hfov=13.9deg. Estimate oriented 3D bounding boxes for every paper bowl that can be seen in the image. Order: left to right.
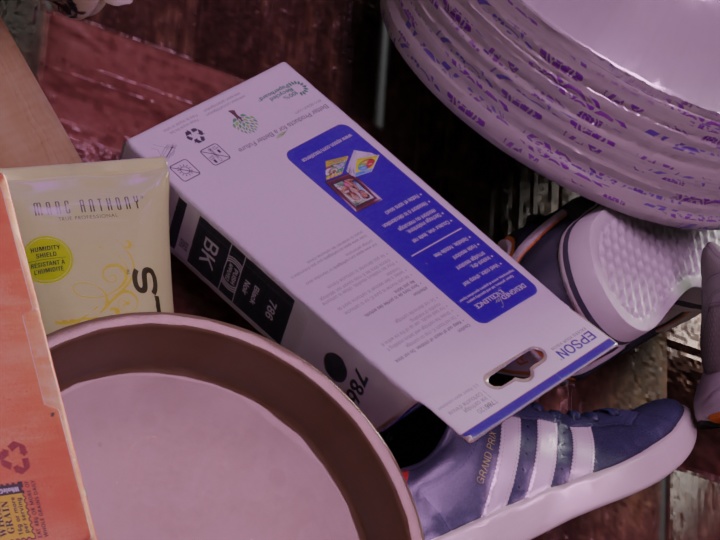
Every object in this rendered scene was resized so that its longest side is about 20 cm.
[{"bbox_3d":[0.117,-0.117,1.304,0.200,0.105,0.201,25,28,-14],"label":"paper bowl"}]

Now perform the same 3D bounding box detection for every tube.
[{"bbox_3d":[-0.100,0.050,1.158,0.058,0.052,0.201,18,58,-54],"label":"tube"}]

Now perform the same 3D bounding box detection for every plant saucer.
[{"bbox_3d":[-0.071,0.113,1.101,0.199,0.029,0.201,7,66,-16],"label":"plant saucer"}]

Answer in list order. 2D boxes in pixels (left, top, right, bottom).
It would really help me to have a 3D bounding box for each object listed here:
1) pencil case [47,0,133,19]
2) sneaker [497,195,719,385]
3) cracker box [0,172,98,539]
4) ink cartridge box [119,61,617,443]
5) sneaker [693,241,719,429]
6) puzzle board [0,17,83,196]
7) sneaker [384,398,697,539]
[{"bbox_3d":[-0.185,-0.147,1.162,0.199,0.078,0.090,6,46,-31],"label":"pencil case"},{"bbox_3d":[0.111,-0.001,1.320,0.200,0.079,0.079,-19,82,-61],"label":"sneaker"},{"bbox_3d":[-0.170,0.067,1.011,0.057,0.200,0.135,-6,71,-34],"label":"cracker box"},{"bbox_3d":[0.000,0.000,1.214,0.200,0.039,0.099,41,46,23],"label":"ink cartridge box"},{"bbox_3d":[0.211,0.018,1.332,0.200,0.075,0.093,-5,90,-60],"label":"sneaker"},{"bbox_3d":[-0.216,-0.096,1.179,0.150,0.017,0.201,-26,83,-38],"label":"puzzle board"},{"bbox_3d":[0.057,0.073,1.242,0.199,0.075,0.085,-21,85,-38],"label":"sneaker"}]
